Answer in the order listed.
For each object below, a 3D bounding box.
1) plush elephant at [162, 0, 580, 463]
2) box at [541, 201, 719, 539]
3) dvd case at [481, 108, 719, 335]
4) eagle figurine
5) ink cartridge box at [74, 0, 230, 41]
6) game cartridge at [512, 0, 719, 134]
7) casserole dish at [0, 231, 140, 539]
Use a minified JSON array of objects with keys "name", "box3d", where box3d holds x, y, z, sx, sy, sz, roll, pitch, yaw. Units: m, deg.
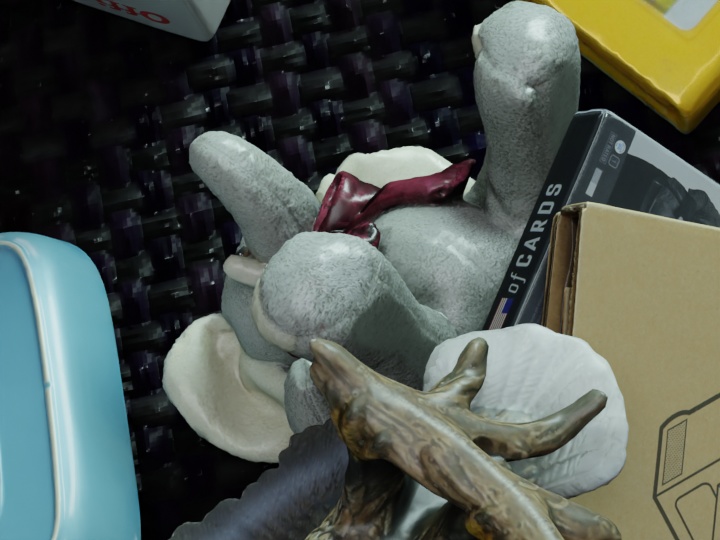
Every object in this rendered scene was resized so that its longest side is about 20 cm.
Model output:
[{"name":"plush elephant","box3d":[0.000,0.000,0.758,0.154,0.200,0.165,18,61,35]},{"name":"box","box3d":[0.145,0.073,0.700,0.199,0.021,0.164,9,84,-29]},{"name":"dvd case","box3d":[0.127,0.056,0.718,0.200,0.025,0.151,30,77,-26]},{"name":"eagle figurine","box3d":[-0.006,0.112,0.615,0.150,0.200,0.152,9,42,-15]},{"name":"ink cartridge box","box3d":[-0.129,-0.179,0.802,0.144,0.200,0.085,20,80,14]},{"name":"game cartridge","box3d":[0.135,-0.184,0.849,0.176,0.032,0.200,40,84,17]},{"name":"casserole dish","box3d":[-0.154,0.066,0.794,0.121,0.039,0.201,-19,60,12]}]
